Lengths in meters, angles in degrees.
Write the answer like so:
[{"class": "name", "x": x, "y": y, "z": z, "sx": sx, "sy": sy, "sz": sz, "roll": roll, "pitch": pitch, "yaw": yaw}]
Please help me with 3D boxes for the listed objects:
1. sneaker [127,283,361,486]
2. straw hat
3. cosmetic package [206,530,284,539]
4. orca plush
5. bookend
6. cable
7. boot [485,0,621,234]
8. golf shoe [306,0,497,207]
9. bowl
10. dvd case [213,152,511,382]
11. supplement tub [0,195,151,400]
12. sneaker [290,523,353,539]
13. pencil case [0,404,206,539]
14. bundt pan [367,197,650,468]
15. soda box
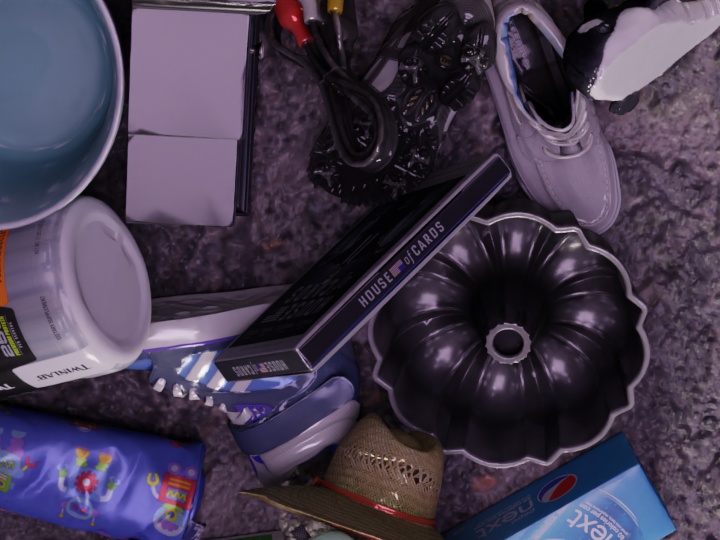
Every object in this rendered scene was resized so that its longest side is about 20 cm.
[{"class": "sneaker", "x": -0.097, "y": 0.093, "z": 1.726, "sx": 0.198, "sy": 0.081, "sz": 0.148, "roll": -8, "pitch": 104, "yaw": -8}, {"class": "straw hat", "x": 0.017, "y": 0.147, "z": 1.690, "sx": 0.200, "sy": 0.201, "sz": 0.086, "roll": 20, "pitch": 84, "yaw": -11}, {"class": "cosmetic package", "x": -0.148, "y": 0.258, "z": 1.760, "sx": 0.198, "sy": 0.108, "sz": 0.086, "roll": -6, "pitch": 108, "yaw": -4}, {"class": "orca plush", "x": 0.189, "y": -0.179, "z": 1.646, "sx": 0.071, "sy": 0.200, "sz": 0.106, "roll": 36, "pitch": 145, "yaw": 22}, {"class": "bookend", "x": -0.110, "y": -0.109, "z": 1.601, "sx": 0.091, "sy": 0.200, "sz": 0.200, "roll": 2, "pitch": 106, "yaw": -5}, {"class": "cable", "x": -0.029, "y": -0.144, "z": 1.617, "sx": 0.097, "sy": 0.201, "sz": 0.050, "roll": -33, "pitch": 138, "yaw": 31}, {"class": "boot", "x": 0.131, "y": -0.102, "z": 1.678, "sx": 0.073, "sy": 0.096, "sz": 0.201, "roll": -26, "pitch": 108, "yaw": 4}, {"class": "golf shoe", "x": 0.036, "y": -0.124, "z": 1.659, "sx": 0.077, "sy": 0.095, "sz": 0.200, "roll": 33, "pitch": 130, "yaw": -14}, {"class": "bowl", "x": -0.237, "y": -0.133, "z": 1.616, "sx": 0.199, "sy": 0.105, "sz": 0.203, "roll": 2, "pitch": 99, "yaw": 12}, {"class": "dvd case", "x": 0.000, "y": 0.000, "z": 1.629, "sx": 0.200, "sy": 0.150, "sz": 0.025, "roll": -43, "pitch": 102, "yaw": -22}, {"class": "supplement tub", "x": -0.254, "y": 0.028, "z": 1.649, "sx": 0.199, "sy": 0.123, "sz": 0.123, "roll": -15, "pitch": 109, "yaw": 23}, {"class": "sneaker", "x": -0.021, "y": 0.224, "z": 1.744, "sx": 0.077, "sy": 0.140, "sz": 0.201, "roll": -28, "pitch": 134, "yaw": -6}, {"class": "pencil case", "x": -0.208, "y": 0.149, "z": 1.735, "sx": 0.198, "sy": 0.078, "sz": 0.088, "roll": 12, "pitch": 95, "yaw": -8}, {"class": "bundt pan", "x": 0.107, "y": 0.035, "z": 1.716, "sx": 0.200, "sy": 0.076, "sz": 0.203, "roll": 2, "pitch": 116, "yaw": 5}, {"class": "soda box", "x": 0.129, "y": 0.204, "z": 1.787, "sx": 0.199, "sy": 0.068, "sz": 0.064, "roll": -31, "pitch": 107, "yaw": 5}]
